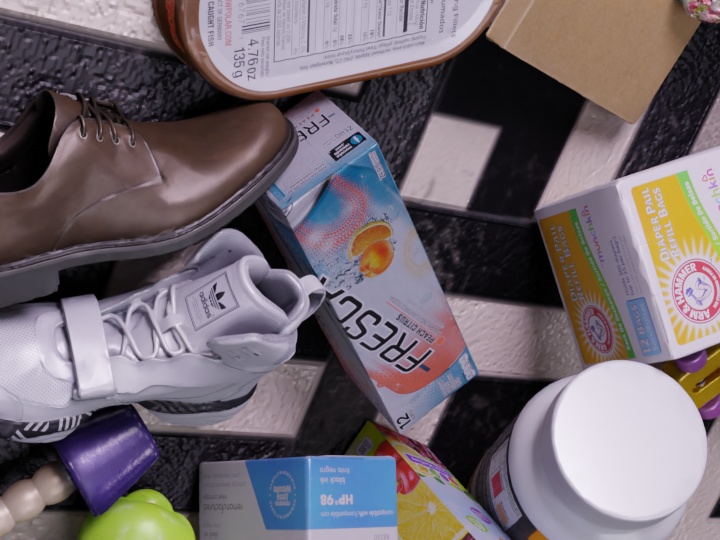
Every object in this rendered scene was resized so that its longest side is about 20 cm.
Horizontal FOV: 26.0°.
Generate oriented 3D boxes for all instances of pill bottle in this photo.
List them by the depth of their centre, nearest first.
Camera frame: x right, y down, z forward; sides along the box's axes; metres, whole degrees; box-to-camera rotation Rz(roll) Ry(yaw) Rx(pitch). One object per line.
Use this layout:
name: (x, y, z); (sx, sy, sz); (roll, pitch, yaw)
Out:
pill bottle: (0.138, 0.132, 0.973); (0.115, 0.117, 0.200); (-27, 165, -17)

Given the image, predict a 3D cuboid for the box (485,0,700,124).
box: (0.168, -0.191, 0.880); (0.163, 0.021, 0.201); (17, 109, -52)

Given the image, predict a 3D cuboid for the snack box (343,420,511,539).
snack box: (0.026, 0.221, 0.952); (0.067, 0.200, 0.169); (27, 103, -43)

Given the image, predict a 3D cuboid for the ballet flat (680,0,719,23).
ballet flat: (0.276, -0.190, 0.926); (0.199, 0.064, 0.076); (-28, 139, -29)

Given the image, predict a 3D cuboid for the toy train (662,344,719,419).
toy train: (0.257, 0.094, 1.135); (0.198, 0.056, 0.152); (-15, 128, -23)

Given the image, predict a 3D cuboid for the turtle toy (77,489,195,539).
turtle toy: (-0.149, 0.223, 0.894); (0.144, 0.101, 0.202); (19, 111, -10)

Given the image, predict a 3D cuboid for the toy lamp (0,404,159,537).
toy lamp: (-0.200, 0.137, 0.836); (0.199, 0.058, 0.059); (-33, 133, -13)

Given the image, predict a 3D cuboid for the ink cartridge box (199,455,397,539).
ink cartridge box: (-0.036, 0.209, 0.894); (0.066, 0.115, 0.203); (5, 79, -38)

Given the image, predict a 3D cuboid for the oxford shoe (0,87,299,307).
oxford shoe: (-0.120, -0.051, 0.756); (0.198, 0.073, 0.085); (-22, 127, -22)

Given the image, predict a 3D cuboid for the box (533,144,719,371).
box: (0.225, -0.020, 0.968); (0.198, 0.101, 0.114); (-17, 89, -24)

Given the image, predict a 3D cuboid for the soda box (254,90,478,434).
soda box: (0.000, 0.000, 0.874); (0.063, 0.068, 0.201); (-36, 134, -9)

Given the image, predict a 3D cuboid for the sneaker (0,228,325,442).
sneaker: (-0.112, 0.029, 0.785); (0.198, 0.076, 0.115); (4, 148, -42)

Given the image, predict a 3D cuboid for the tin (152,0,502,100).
tin: (-0.008, -0.149, 0.793); (0.198, 0.042, 0.113); (-16, 131, -27)
